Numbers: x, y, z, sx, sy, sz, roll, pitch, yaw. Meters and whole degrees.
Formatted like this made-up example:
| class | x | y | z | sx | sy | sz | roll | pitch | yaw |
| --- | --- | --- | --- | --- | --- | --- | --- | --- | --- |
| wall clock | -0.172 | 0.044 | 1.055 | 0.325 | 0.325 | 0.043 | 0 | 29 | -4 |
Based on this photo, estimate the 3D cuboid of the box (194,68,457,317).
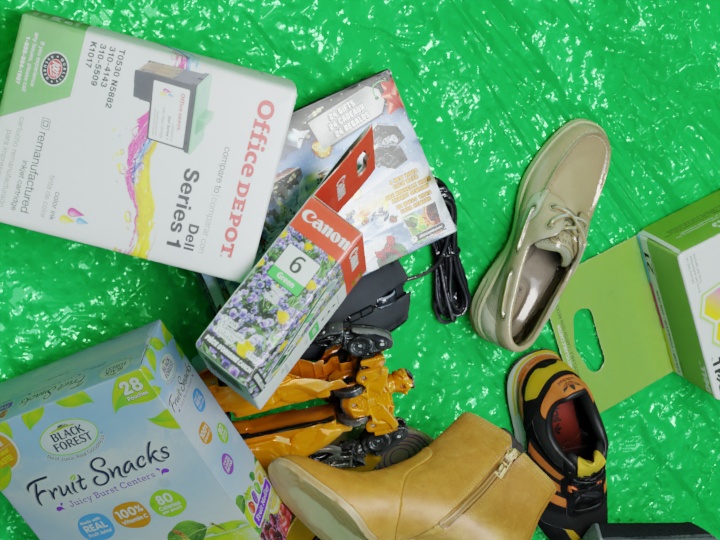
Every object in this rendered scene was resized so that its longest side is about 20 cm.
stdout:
| class | x | y | z | sx | sy | sz | roll | pitch | yaw |
| --- | --- | --- | --- | --- | --- | --- | --- | --- | --- |
| box | -0.042 | -0.051 | 1.294 | 0.199 | 0.040 | 0.138 | -25 | 98 | -13 |

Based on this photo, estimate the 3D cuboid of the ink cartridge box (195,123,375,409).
| class | x | y | z | sx | sy | sz | roll | pitch | yaw |
| --- | --- | --- | --- | --- | --- | --- | --- | --- | --- |
| ink cartridge box | -0.034 | 0.000 | 1.215 | 0.050 | 0.109 | 0.200 | 37 | 80 | 10 |

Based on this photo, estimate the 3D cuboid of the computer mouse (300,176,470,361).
| class | x | y | z | sx | sy | sz | roll | pitch | yaw |
| --- | --- | --- | --- | --- | --- | --- | --- | --- | --- |
| computer mouse | 0.000 | 0.000 | 1.343 | 0.198 | 0.046 | 0.142 | -12 | 112 | -18 |

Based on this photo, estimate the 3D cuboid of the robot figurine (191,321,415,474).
| class | x | y | z | sx | sy | sz | roll | pitch | yaw |
| --- | --- | --- | --- | --- | --- | --- | --- | --- | --- |
| robot figurine | -0.057 | 0.100 | 1.313 | 0.198 | 0.058 | 0.146 | -13 | 127 | -3 |

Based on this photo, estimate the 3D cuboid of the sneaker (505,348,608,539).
| class | x | y | z | sx | sy | sz | roll | pitch | yaw |
| --- | --- | --- | --- | --- | --- | --- | --- | --- | --- |
| sneaker | 0.180 | 0.169 | 1.446 | 0.069 | 0.090 | 0.202 | -22 | 113 | -14 |

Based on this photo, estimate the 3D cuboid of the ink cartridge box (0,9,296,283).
| class | x | y | z | sx | sy | sz | roll | pitch | yaw |
| --- | --- | --- | --- | --- | --- | --- | --- | --- | --- |
| ink cartridge box | -0.156 | -0.088 | 1.198 | 0.198 | 0.084 | 0.146 | 14 | 97 | -8 |

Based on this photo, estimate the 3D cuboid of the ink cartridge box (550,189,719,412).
| class | x | y | z | sx | sy | sz | roll | pitch | yaw |
| --- | --- | --- | --- | --- | --- | --- | --- | --- | --- |
| ink cartridge box | 0.272 | 0.040 | 1.450 | 0.199 | 0.076 | 0.149 | -26 | 114 | -14 |

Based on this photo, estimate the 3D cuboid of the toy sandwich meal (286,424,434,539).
| class | x | y | z | sx | sy | sz | roll | pitch | yaw |
| --- | --- | --- | --- | --- | --- | --- | --- | --- | --- |
| toy sandwich meal | 0.007 | 0.226 | 1.405 | 0.203 | 0.070 | 0.207 | -7 | 109 | -20 |

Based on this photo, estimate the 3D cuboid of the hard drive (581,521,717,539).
| class | x | y | z | sx | sy | sz | roll | pitch | yaw |
| --- | --- | --- | --- | --- | --- | --- | --- | --- | --- |
| hard drive | 0.227 | 0.305 | 1.510 | 0.134 | 0.042 | 0.201 | 2 | 123 | -23 |

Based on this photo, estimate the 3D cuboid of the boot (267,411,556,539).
| class | x | y | z | sx | sy | sz | roll | pitch | yaw |
| --- | --- | --- | --- | --- | --- | --- | --- | --- | --- |
| boot | 0.042 | 0.161 | 1.301 | 0.200 | 0.071 | 0.144 | 34 | 59 | 2 |

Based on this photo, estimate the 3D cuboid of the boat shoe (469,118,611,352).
| class | x | y | z | sx | sy | sz | roll | pitch | yaw |
| --- | --- | --- | --- | --- | --- | --- | --- | --- | --- |
| boat shoe | 0.158 | -0.027 | 1.385 | 0.072 | 0.065 | 0.201 | 27 | 90 | -26 |

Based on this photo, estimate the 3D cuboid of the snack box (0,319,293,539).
| class | x | y | z | sx | sy | sz | roll | pitch | yaw |
| --- | --- | --- | --- | --- | --- | --- | --- | --- | --- |
| snack box | -0.173 | 0.154 | 1.270 | 0.168 | 0.068 | 0.201 | -22 | 116 | 22 |

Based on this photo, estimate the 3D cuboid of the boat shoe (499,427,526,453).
| class | x | y | z | sx | sy | sz | roll | pitch | yaw |
| --- | --- | --- | --- | --- | --- | --- | --- | --- | --- |
| boat shoe | 0.074 | 0.192 | 1.379 | 0.199 | 0.067 | 0.057 | -30 | 97 | -47 |
